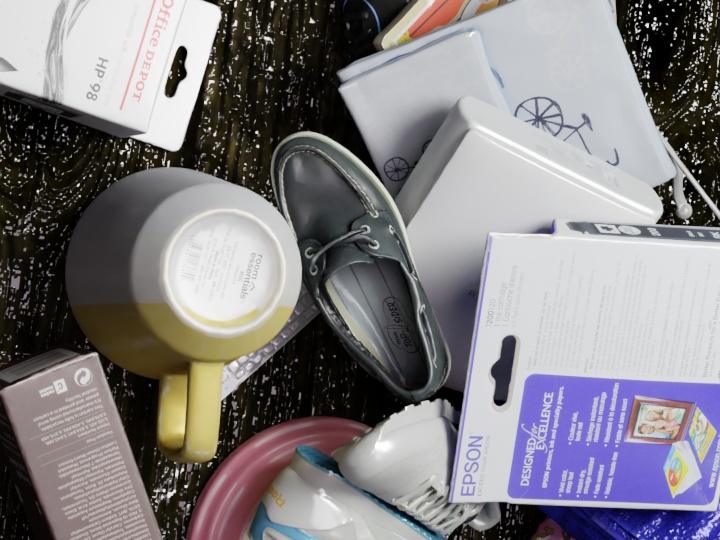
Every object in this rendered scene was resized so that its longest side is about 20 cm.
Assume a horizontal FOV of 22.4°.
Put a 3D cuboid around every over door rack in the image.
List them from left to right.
[{"bbox_3d":[0.216,-0.002,1.366,0.148,0.067,0.200,-34,71,-17],"label":"over door rack"}]

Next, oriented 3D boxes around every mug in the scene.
[{"bbox_3d":[-0.101,0.017,1.217,0.149,0.153,0.187,-31,99,-17],"label":"mug"}]

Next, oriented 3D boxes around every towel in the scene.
[{"bbox_3d":[0.192,0.132,1.340,0.200,0.050,0.148,37,76,21],"label":"towel"}]

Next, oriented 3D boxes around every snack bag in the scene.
[{"bbox_3d":[0.109,-0.097,1.279,0.200,0.021,0.189,-22,118,7],"label":"snack bag"}]

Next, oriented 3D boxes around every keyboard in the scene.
[{"bbox_3d":[-0.060,0.020,1.315,0.200,0.011,0.056,-42,106,-15],"label":"keyboard"}]

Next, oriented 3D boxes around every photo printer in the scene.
[{"bbox_3d":[0.090,-0.004,1.277,0.166,0.069,0.200,25,117,-15],"label":"photo printer"}]

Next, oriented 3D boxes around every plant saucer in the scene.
[{"bbox_3d":[-0.025,0.207,1.314,0.200,0.051,0.201,-1,93,-22],"label":"plant saucer"}]

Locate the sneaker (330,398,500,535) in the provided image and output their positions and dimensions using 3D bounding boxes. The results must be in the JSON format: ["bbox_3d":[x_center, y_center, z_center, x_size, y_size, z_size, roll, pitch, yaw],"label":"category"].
[{"bbox_3d":[0.048,0.140,1.257,0.076,0.200,0.081,-27,73,21],"label":"sneaker"}]

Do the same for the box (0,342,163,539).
[{"bbox_3d":[-0.186,0.155,1.223,0.075,0.100,0.200,-23,99,-19],"label":"box"}]

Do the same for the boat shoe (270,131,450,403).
[{"bbox_3d":[-0.002,0.001,1.206,0.074,0.066,0.200,-22,98,10],"label":"boat shoe"}]

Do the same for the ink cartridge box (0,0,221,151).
[{"bbox_3d":[-0.189,-0.163,1.227,0.200,0.067,0.116,18,85,-21],"label":"ink cartridge box"}]

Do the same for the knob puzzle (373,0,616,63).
[{"bbox_3d":[0.125,-0.160,1.321,0.220,0.030,0.220,-5,98,-34],"label":"knob puzzle"}]

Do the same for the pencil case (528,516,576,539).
[{"bbox_3d":[0.205,0.181,1.389,0.087,0.083,0.200,39,75,22],"label":"pencil case"}]

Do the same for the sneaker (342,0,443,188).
[{"bbox_3d":[0.019,-0.146,1.308,0.078,0.070,0.200,-30,104,-25],"label":"sneaker"}]

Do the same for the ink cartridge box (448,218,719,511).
[{"bbox_3d":[0.163,0.065,1.236,0.200,0.043,0.198,3,109,-14],"label":"ink cartridge box"}]

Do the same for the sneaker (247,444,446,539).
[{"bbox_3d":[0.014,0.205,1.270,0.200,0.077,0.081,36,91,-15],"label":"sneaker"}]
